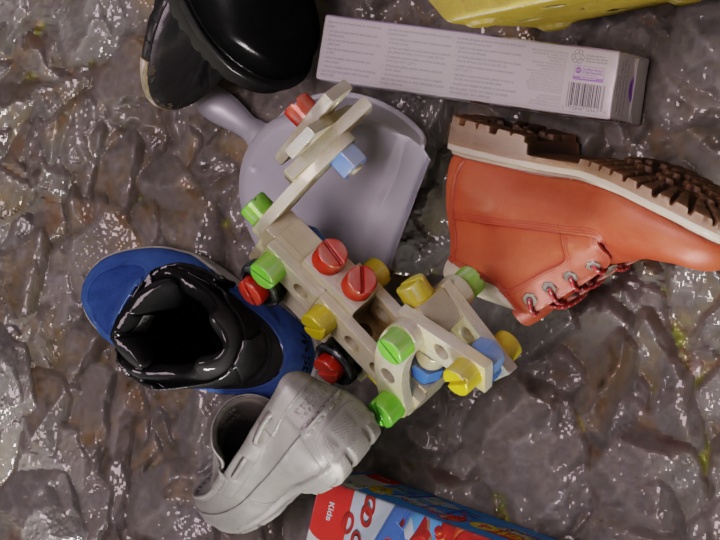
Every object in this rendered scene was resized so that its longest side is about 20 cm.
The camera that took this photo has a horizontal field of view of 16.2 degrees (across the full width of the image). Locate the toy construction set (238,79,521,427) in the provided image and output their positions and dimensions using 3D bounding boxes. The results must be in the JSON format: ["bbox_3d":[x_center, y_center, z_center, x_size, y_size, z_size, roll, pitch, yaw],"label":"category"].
[{"bbox_3d":[0.000,0.000,1.407,0.200,0.092,0.131,59,153,12],"label":"toy construction set"}]

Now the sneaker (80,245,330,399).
[{"bbox_3d":[-0.119,0.025,1.509,0.200,0.111,0.077,25,93,39],"label":"sneaker"}]

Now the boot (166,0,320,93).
[{"bbox_3d":[-0.051,-0.199,1.427,0.158,0.079,0.211,-5,123,48],"label":"boot"}]

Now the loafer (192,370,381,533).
[{"bbox_3d":[-0.055,0.101,1.460,0.070,0.070,0.200,44,149,-6],"label":"loafer"}]

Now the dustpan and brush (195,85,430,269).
[{"bbox_3d":[-0.043,-0.063,1.516,0.200,0.057,0.140,32,117,23],"label":"dustpan and brush"}]

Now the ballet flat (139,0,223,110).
[{"bbox_3d":[-0.086,-0.192,1.542,0.057,0.066,0.200,20,89,59],"label":"ballet flat"}]

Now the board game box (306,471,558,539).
[{"bbox_3d":[0.048,0.237,1.436,0.196,0.056,0.200,16,97,33],"label":"board game box"}]

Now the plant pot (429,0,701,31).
[{"bbox_3d":[0.105,-0.233,1.344,0.195,0.194,0.200,-7,89,33],"label":"plant pot"}]

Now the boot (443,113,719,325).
[{"bbox_3d":[0.127,-0.015,1.390,0.200,0.075,0.107,18,101,41],"label":"boot"}]

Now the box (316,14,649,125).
[{"bbox_3d":[0.068,-0.115,1.446,0.200,0.039,0.042,10,92,33],"label":"box"}]
